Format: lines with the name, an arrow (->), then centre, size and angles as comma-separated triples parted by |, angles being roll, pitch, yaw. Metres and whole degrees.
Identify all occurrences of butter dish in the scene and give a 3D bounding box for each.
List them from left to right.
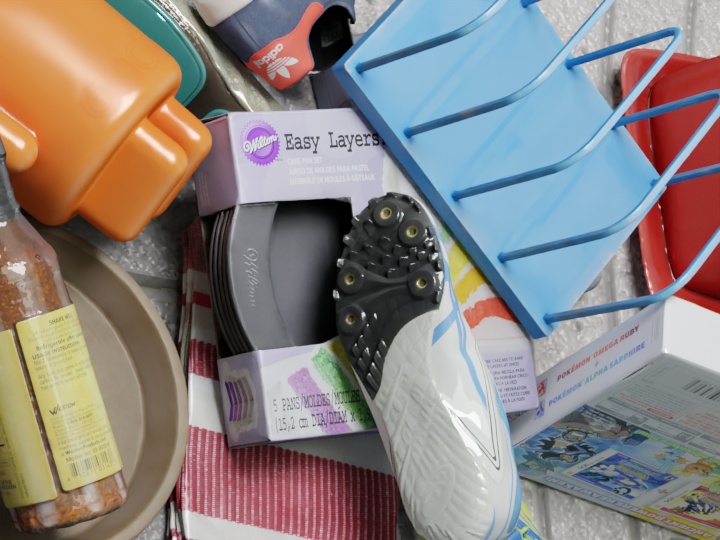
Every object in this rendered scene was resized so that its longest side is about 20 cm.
butter dish -> 0.283, -0.065, 1.668 | 0.200, 0.148, 0.200 | 9, 63, -29

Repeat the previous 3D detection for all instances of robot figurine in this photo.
robot figurine -> -0.177, -0.104, 1.402 | 0.200, 0.117, 0.144 | 39, 65, -1

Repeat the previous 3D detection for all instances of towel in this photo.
towel -> -0.040, 0.077, 1.471 | 0.144, 0.023, 0.200 | 16, 62, -29

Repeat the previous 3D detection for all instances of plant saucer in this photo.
plant saucer -> -0.184, 0.065, 1.378 | 0.200, 0.029, 0.200 | 14, 61, -27

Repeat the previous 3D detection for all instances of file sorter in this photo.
file sorter -> 0.114, -0.088, 1.456 | 0.200, 0.123, 0.139 | 52, 56, -17

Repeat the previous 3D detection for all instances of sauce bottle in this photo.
sauce bottle -> -0.171, 0.030, 1.315 | 0.066, 0.066, 0.200 | -17, 94, -37

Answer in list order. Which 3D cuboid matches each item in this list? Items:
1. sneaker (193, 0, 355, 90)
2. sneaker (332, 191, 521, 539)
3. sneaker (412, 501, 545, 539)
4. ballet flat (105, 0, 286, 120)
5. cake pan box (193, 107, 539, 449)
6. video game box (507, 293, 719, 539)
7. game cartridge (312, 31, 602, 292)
sneaker -> -0.029, -0.166, 1.547 | 0.085, 0.075, 0.200 | 53, 35, -10
sneaker -> 0.038, 0.056, 1.422 | 0.072, 0.072, 0.200 | 1, 74, -69
sneaker -> 0.099, 0.170, 1.463 | 0.076, 0.105, 0.200 | -19, 80, -38
ballet flat -> -0.089, -0.101, 1.508 | 0.200, 0.067, 0.062 | 49, 27, -10
cake pan box -> 0.000, 0.000, 1.466 | 0.200, 0.052, 0.184 | -3, 82, -35
video game box -> 0.204, 0.095, 1.518 | 0.200, 0.182, 0.047 | 21, 55, -24
game cartridge -> 0.054, -0.060, 1.589 | 0.133, 0.040, 0.200 | -22, 81, -34
